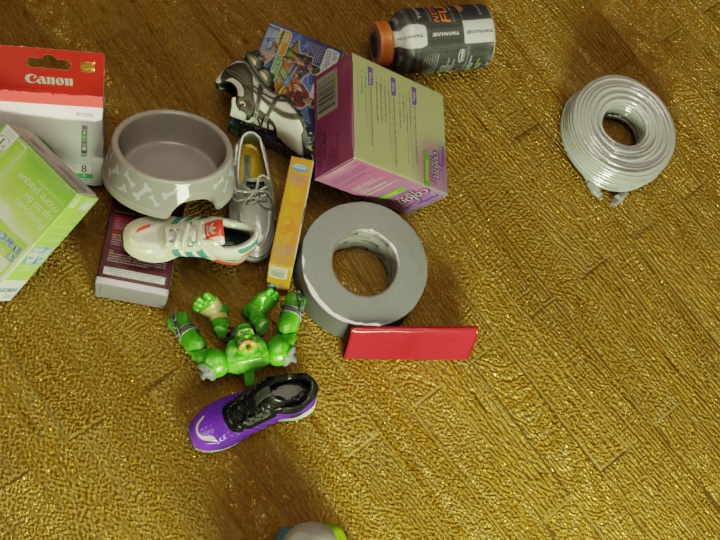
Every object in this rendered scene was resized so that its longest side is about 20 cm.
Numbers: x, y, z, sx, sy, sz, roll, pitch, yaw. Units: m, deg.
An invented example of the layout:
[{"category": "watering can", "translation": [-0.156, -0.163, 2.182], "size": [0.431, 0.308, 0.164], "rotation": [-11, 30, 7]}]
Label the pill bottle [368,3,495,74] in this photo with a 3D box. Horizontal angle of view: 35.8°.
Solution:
[{"category": "pill bottle", "translation": [0.115, -0.382, 1.847], "size": [0.197, 0.106, 0.108], "rotation": [-8, 71, -16]}]

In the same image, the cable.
[{"category": "cable", "translation": [0.434, -0.234, 1.886], "size": [0.199, 0.069, 0.201], "rotation": [-34, 80, -22]}]

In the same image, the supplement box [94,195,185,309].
[{"category": "supplement box", "translation": [-0.320, -0.055, 1.641], "size": [0.107, 0.061, 0.203], "rotation": [11, 68, -9]}]

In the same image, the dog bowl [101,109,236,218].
[{"category": "dog bowl", "translation": [-0.274, -0.160, 1.618], "size": [0.197, 0.059, 0.202], "rotation": [9, 41, -7]}]

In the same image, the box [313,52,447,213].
[{"category": "box", "translation": [0.031, -0.207, 1.720], "size": [0.198, 0.096, 0.179], "rotation": [16, 63, -39]}]

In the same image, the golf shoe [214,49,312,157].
[{"category": "golf shoe", "translation": [-0.148, -0.239, 1.713], "size": [0.094, 0.078, 0.201], "rotation": [-31, 69, -17]}]

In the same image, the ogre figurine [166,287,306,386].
[{"category": "ogre figurine", "translation": [-0.168, 0.095, 1.606], "size": [0.197, 0.099, 0.121], "rotation": [3, 49, -28]}]

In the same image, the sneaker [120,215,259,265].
[{"category": "sneaker", "translation": [-0.236, -0.053, 1.582], "size": [0.197, 0.093, 0.071], "rotation": [5, 70, -27]}]

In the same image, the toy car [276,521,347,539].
[{"category": "toy car", "translation": [-0.088, 0.427, 1.475], "size": [0.148, 0.175, 0.202], "rotation": [5, 63, 29]}]

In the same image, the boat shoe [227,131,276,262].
[{"category": "boat shoe", "translation": [-0.161, -0.119, 1.689], "size": [0.073, 0.086, 0.205], "rotation": [2, 68, -12]}]

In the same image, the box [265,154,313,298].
[{"category": "box", "translation": [-0.105, -0.074, 1.667], "size": [0.041, 0.119, 0.203], "rotation": [9, 67, -4]}]

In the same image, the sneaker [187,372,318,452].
[{"category": "sneaker", "translation": [-0.149, 0.188, 1.565], "size": [0.198, 0.100, 0.070], "rotation": [-20, 73, -20]}]

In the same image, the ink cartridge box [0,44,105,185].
[{"category": "ink cartridge box", "translation": [-0.448, -0.218, 1.603], "size": [0.158, 0.202, 0.050], "rotation": [2, 40, -12]}]

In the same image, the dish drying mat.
[{"category": "dish drying mat", "translation": [0.074, 0.107, 1.666], "size": [0.197, 0.077, 0.018], "rotation": [1, 52, -13]}]

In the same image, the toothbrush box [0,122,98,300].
[{"category": "toothbrush box", "translation": [-0.491, -0.079, 1.553], "size": [0.146, 0.086, 0.200], "rotation": [44, 96, 5]}]

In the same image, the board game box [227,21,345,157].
[{"category": "board game box", "translation": [-0.117, -0.289, 1.793], "size": [0.134, 0.035, 0.202], "rotation": [21, 67, -4]}]

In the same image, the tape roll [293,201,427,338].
[{"category": "tape roll", "translation": [0.000, 0.000, 1.694], "size": [0.197, 0.066, 0.203], "rotation": [5, 67, -12]}]
